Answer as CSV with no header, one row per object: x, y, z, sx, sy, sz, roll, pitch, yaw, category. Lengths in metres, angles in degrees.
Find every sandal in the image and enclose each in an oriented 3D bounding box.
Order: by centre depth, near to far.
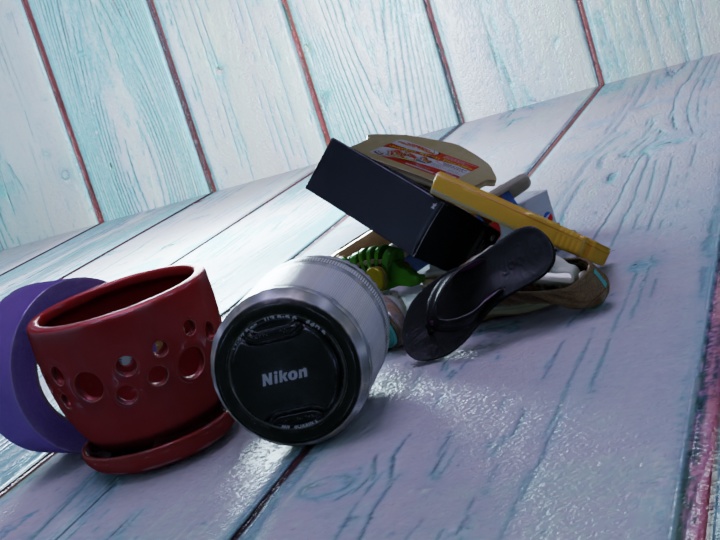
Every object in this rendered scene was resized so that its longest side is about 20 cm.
0.118,0.021,1.417,0.200,0.075,0.048,-40,-19,13,sandal

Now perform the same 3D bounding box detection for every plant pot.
-0.233,0.108,1.403,0.199,0.183,0.200,-17,10,3,plant pot

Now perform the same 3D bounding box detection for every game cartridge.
0.194,-0.060,1.559,0.199,0.033,0.176,23,4,16,game cartridge

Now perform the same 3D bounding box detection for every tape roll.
-0.337,0.110,1.514,0.085,0.201,0.200,-7,15,45,tape roll

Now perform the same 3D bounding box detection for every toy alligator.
0.000,0.000,1.610,0.059,0.055,0.199,-11,2,-44,toy alligator

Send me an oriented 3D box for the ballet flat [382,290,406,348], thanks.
0.015,0.051,1.589,0.067,0.068,0.200,-32,17,-24,ballet flat

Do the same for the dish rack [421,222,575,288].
0.182,-0.016,1.736,0.199,0.044,0.171,-10,14,38,dish rack

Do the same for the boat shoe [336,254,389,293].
-0.018,0.015,1.765,0.200,0.074,0.069,12,73,55,boat shoe

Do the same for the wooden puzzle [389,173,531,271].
0.128,-0.054,1.796,0.185,0.046,0.200,-34,-7,39,wooden puzzle

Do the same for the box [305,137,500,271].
0.051,-0.074,1.620,0.200,0.079,0.141,34,5,38,box

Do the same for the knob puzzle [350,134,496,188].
0.095,-0.144,1.817,0.218,0.031,0.220,11,21,-4,knob puzzle

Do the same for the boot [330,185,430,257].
0.035,-0.049,1.890,0.199,0.066,0.175,-31,-17,15,boot

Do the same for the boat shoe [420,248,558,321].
0.169,0.017,1.536,0.199,0.063,0.073,-15,11,13,boat shoe

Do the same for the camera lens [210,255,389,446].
-0.056,0.076,1.340,0.159,0.161,0.200,-15,11,13,camera lens

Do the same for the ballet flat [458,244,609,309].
0.176,0.005,1.459,0.199,0.072,0.068,5,56,28,ballet flat

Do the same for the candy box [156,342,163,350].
-0.292,0.110,1.666,0.200,0.116,0.055,-27,13,-40,candy box

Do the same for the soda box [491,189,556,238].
0.195,-0.073,1.944,0.068,0.064,0.200,-25,13,-33,soda box
